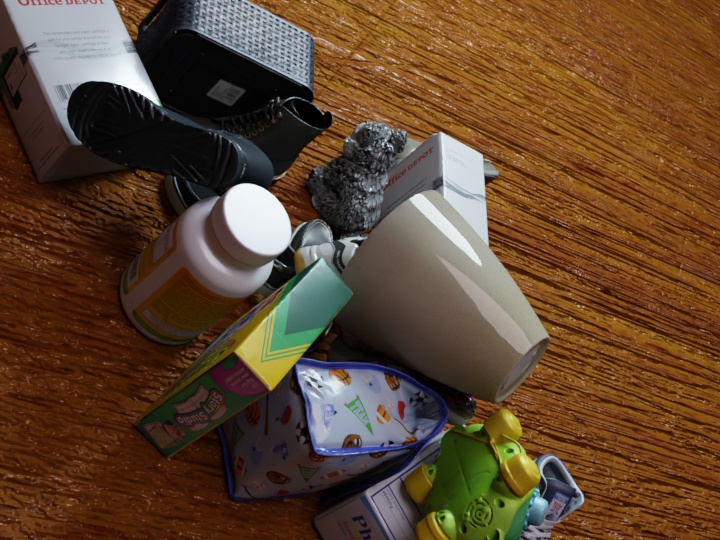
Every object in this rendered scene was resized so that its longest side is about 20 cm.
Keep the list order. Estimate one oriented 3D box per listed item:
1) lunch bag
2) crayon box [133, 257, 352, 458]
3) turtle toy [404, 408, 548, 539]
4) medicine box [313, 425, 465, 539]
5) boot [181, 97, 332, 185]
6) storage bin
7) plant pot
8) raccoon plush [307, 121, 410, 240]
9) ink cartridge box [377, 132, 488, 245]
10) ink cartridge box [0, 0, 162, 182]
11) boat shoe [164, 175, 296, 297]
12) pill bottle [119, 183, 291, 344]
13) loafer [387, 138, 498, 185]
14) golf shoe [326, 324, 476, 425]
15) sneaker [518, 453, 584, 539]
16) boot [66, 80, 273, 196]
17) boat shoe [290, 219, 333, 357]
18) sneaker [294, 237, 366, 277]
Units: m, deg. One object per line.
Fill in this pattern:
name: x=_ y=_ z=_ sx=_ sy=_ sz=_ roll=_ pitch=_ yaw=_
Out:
lunch bag: x=-0.025 y=0.178 z=1.209 sx=0.199 sy=0.170 sz=0.124 roll=5 pitch=63 yaw=-41
crayon box: x=-0.121 y=0.091 z=1.155 sx=0.058 sy=0.200 sz=0.173 roll=49 pitch=42 yaw=-6
turtle toy: x=0.130 y=0.226 z=1.192 sx=0.101 sy=0.146 sz=0.200 roll=46 pitch=15 yaw=-25
medicine box: x=0.079 y=0.304 z=1.273 sx=0.200 sy=0.103 sz=0.183 roll=-25 pitch=82 yaw=-47
boot: x=-0.147 y=-0.177 z=1.349 sx=0.199 sy=0.138 sz=0.078 roll=7 pitch=60 yaw=-38
storage bin: x=-0.167 y=-0.254 z=1.381 sx=0.199 sy=0.135 sz=0.094 roll=23 pitch=50 yaw=-30
plant pot: x=0.101 y=0.047 z=1.226 sx=0.200 sy=0.188 sz=0.187 roll=41 pitch=38 yaw=21
raccoon plush: x=0.022 y=-0.096 z=1.452 sx=0.097 sy=0.134 sz=0.201 roll=-13 pitch=74 yaw=-47
ink cartridge box: x=0.093 y=-0.058 z=1.484 sx=0.084 sy=0.146 sz=0.201 roll=23 pitch=51 yaw=-29
ink cartridge box: x=-0.321 y=-0.213 z=1.254 sx=0.146 sy=0.084 sz=0.201 roll=-15 pitch=75 yaw=-46
boat shoe: x=-0.147 y=-0.058 z=1.310 sx=0.200 sy=0.068 sz=0.073 roll=50 pitch=46 yaw=10
pill bottle: x=-0.161 y=-0.009 z=1.182 sx=0.111 sy=0.200 sz=0.112 roll=22 pitch=52 yaw=-31
loafer: x=0.120 y=-0.159 z=1.626 sx=0.199 sy=0.075 sz=0.070 roll=6 pitch=65 yaw=-40
golf shoe: x=0.046 y=0.135 z=1.306 sx=0.200 sy=0.092 sz=0.072 roll=30 pitch=16 yaw=30
sneaker: x=0.187 y=0.294 z=1.220 sx=0.070 sy=0.108 sz=0.201 roll=27 pitch=49 yaw=-27
boot: x=-0.199 y=-0.134 z=1.207 sx=0.199 sy=0.077 sz=0.168 roll=21 pitch=2 yaw=5
boat shoe: x=-0.057 y=0.014 z=1.366 sx=0.072 sy=0.061 sz=0.202 roll=28 pitch=49 yaw=-25
sneaker: x=0.000 y=0.000 z=1.322 sx=0.200 sy=0.087 sz=0.076 roll=-5 pitch=81 yaw=-69
